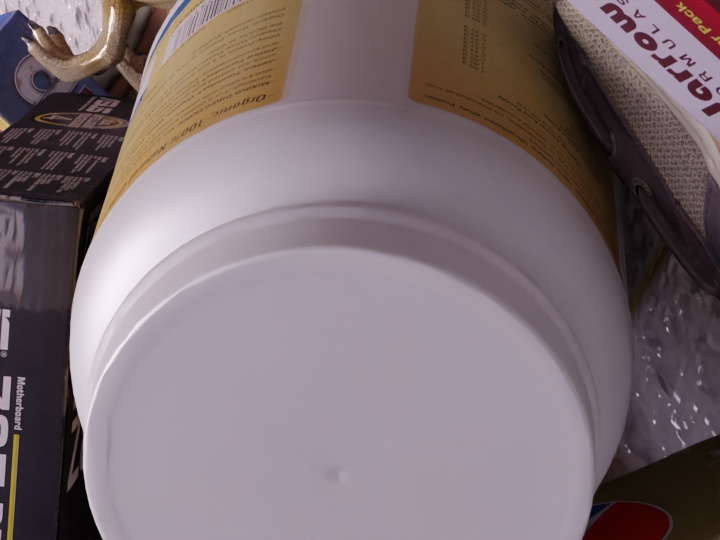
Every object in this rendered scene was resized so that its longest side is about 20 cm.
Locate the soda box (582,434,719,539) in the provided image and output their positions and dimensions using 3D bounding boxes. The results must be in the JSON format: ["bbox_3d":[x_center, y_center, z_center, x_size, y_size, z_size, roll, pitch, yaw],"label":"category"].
[{"bbox_3d":[0.045,0.112,0.685,0.064,0.199,0.068,16,122,60],"label":"soda box"}]

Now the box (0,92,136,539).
[{"bbox_3d":[-0.097,0.038,0.773,0.200,0.049,0.162,-77,-9,-79],"label":"box"}]

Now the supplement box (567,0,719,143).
[{"bbox_3d":[0.105,-0.104,0.509,0.109,0.061,0.200,41,154,-11],"label":"supplement box"}]

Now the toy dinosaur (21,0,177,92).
[{"bbox_3d":[-0.058,-0.098,0.833,0.101,0.058,0.200,-38,85,30],"label":"toy dinosaur"}]

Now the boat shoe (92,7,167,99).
[{"bbox_3d":[-0.061,-0.057,0.945,0.072,0.076,0.200,58,155,19],"label":"boat shoe"}]

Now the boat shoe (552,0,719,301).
[{"bbox_3d":[0.107,-0.021,0.628,0.200,0.072,0.065,56,161,29],"label":"boat shoe"}]

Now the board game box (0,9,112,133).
[{"bbox_3d":[-0.090,-0.011,0.949,0.200,0.035,0.135,44,159,-21],"label":"board game box"}]

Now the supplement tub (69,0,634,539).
[{"bbox_3d":[0.000,0.000,0.680,0.200,0.144,0.145,-83,-10,-61],"label":"supplement tub"}]
